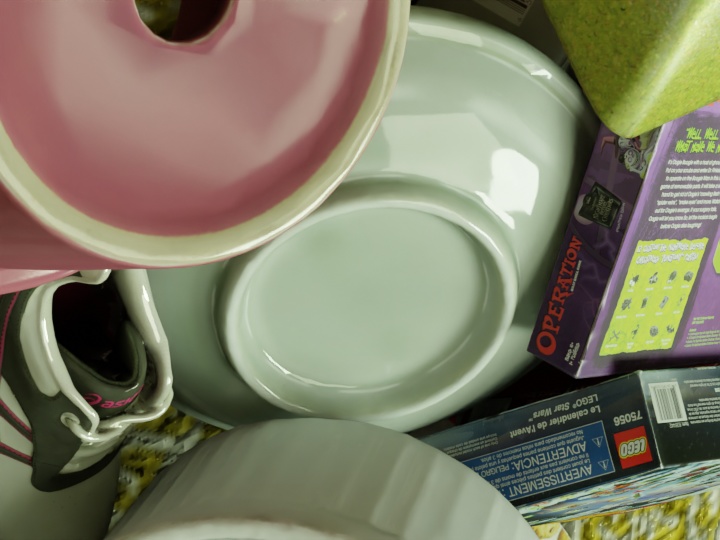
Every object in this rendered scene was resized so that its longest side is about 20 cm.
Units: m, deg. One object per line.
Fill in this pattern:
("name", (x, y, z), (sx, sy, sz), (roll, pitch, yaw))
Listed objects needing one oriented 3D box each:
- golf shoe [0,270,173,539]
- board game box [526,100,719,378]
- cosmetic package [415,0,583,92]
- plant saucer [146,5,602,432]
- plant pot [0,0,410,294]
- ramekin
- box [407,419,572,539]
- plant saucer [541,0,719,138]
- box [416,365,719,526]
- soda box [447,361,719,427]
("golf shoe", (-0.108, 0.044, 0.862), (0.077, 0.088, 0.201), (-28, 136, -29))
("board game box", (0.143, -0.023, 0.948), (0.200, 0.032, 0.121), (-2, 118, -53))
("cosmetic package", (0.118, -0.085, 0.989), (0.200, 0.090, 0.107), (25, 97, -47))
("plant saucer", (0.000, 0.000, 0.894), (0.199, 0.050, 0.201), (-6, 130, -7))
("plant pot", (-0.086, -0.080, 0.674), (0.199, 0.179, 0.201), (-8, 107, -30))
("ramekin", (-0.017, 0.150, 0.898), (0.098, 0.199, 0.201), (-60, 164, -60))
("box", (0.062, 0.114, 1.119), (0.041, 0.039, 0.200), (-47, 141, -10))
("plant saucer", (0.127, -0.170, 0.861), (0.199, 0.201, 0.048), (-23, 176, -31))
("box", (0.108, 0.072, 1.004), (0.200, 0.136, 0.040), (0, 74, -53))
("soda box", (0.099, 0.016, 1.057), (0.199, 0.070, 0.064), (-2, 121, -43))
